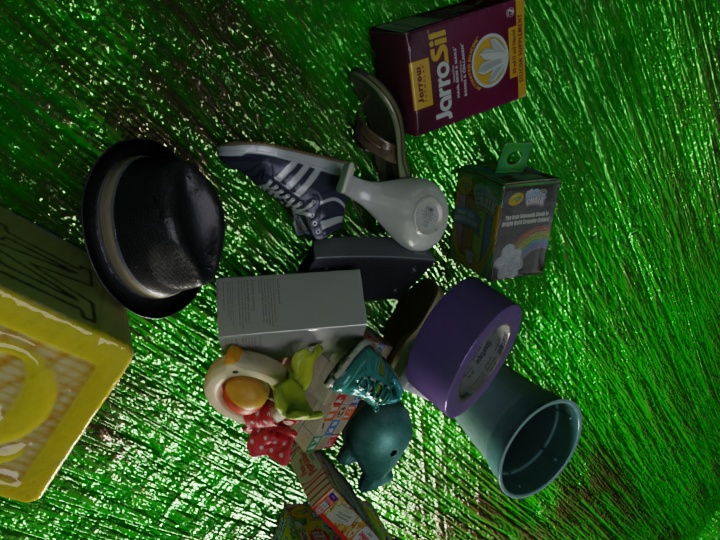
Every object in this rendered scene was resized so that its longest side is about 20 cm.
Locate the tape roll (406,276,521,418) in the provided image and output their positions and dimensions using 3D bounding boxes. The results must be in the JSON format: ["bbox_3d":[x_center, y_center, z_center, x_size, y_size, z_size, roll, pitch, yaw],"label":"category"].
[{"bbox_3d":[0.165,0.121,0.851,0.197,0.084,0.205,-34,142,-31],"label":"tape roll"}]

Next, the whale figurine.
[{"bbox_3d":[0.035,0.322,0.964,0.154,0.103,0.208,-12,117,-25],"label":"whale figurine"}]

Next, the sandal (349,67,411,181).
[{"bbox_3d":[0.024,-0.177,0.752,0.056,0.079,0.206,-30,124,-19],"label":"sandal"}]

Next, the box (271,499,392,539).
[{"bbox_3d":[-0.040,0.531,0.959,0.194,0.192,0.126,13,106,-33],"label":"box"}]

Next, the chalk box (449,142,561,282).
[{"bbox_3d":[0.233,-0.106,0.880,0.120,0.124,0.208,-7,114,-25],"label":"chalk box"}]

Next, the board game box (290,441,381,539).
[{"bbox_3d":[-0.046,0.380,0.915,0.046,0.151,0.203,-36,124,-9],"label":"board game box"}]

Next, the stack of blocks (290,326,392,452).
[{"bbox_3d":[-0.042,0.185,0.862,0.204,0.058,0.114,-59,150,5],"label":"stack of blocks"}]

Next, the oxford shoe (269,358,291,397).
[{"bbox_3d":[-0.126,0.143,0.829,0.070,0.071,0.203,34,95,-6],"label":"oxford shoe"}]

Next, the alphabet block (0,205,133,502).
[{"bbox_3d":[-0.373,0.073,0.561,0.194,0.199,0.199,33,94,-35],"label":"alphabet block"}]

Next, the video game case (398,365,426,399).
[{"bbox_3d":[0.153,0.143,0.955,0.185,0.023,0.199,-56,148,-2],"label":"video game case"}]

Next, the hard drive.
[{"bbox_3d":[0.000,0.000,0.801,0.193,0.044,0.135,0,150,-27],"label":"hard drive"}]

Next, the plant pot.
[{"bbox_3d":[0.278,0.280,1.028,0.193,0.195,0.208,-12,117,-25],"label":"plant pot"}]

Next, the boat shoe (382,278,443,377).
[{"bbox_3d":[0.087,0.108,0.925,0.068,0.074,0.204,19,109,-38],"label":"boat shoe"}]

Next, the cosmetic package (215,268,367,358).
[{"bbox_3d":[-0.094,0.064,0.736,0.192,0.088,0.109,-4,153,-14],"label":"cosmetic package"}]

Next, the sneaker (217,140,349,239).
[{"bbox_3d":[-0.097,-0.102,0.712,0.194,0.069,0.113,5,96,-34],"label":"sneaker"}]

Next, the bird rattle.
[{"bbox_3d":[-0.132,0.166,0.727,0.159,0.115,0.200,28,136,-15],"label":"bird rattle"}]

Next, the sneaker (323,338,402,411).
[{"bbox_3d":[0.014,0.150,0.747,0.078,0.080,0.199,-46,157,7],"label":"sneaker"}]

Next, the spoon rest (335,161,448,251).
[{"bbox_3d":[0.046,-0.094,0.746,0.195,0.060,0.103,21,89,-33],"label":"spoon rest"}]

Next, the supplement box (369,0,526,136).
[{"bbox_3d":[0.125,-0.288,0.748,0.194,0.103,0.135,-24,122,-18],"label":"supplement box"}]

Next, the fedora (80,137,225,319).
[{"bbox_3d":[-0.214,-0.049,0.613,0.199,0.088,0.210,10,78,-61],"label":"fedora"}]
